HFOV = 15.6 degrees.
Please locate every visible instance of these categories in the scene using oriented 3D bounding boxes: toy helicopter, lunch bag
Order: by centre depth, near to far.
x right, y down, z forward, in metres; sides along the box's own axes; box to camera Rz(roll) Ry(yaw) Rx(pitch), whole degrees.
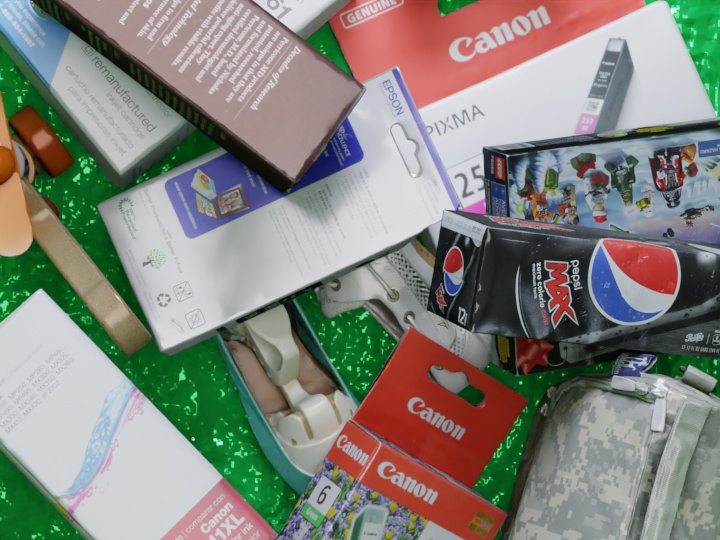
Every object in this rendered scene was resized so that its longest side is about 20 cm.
[{"bbox_3d":[-0.187,-0.031,1.542,0.079,0.132,0.200,-38,65,-7],"label":"toy helicopter"},{"bbox_3d":[0.161,0.157,1.574,0.139,0.168,0.201,17,84,-5],"label":"lunch bag"}]

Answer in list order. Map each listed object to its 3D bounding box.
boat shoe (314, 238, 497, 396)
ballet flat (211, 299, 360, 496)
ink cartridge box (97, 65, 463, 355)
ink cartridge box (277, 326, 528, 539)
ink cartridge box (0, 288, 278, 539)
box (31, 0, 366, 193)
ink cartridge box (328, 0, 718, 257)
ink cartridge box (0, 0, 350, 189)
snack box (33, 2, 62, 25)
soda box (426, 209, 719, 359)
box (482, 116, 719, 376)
[{"bbox_3d":[0.000,0.000,1.615,0.200,0.071,0.069,42,82,-3],"label":"boat shoe"},{"bbox_3d":[-0.044,0.069,1.607,0.067,0.070,0.200,-32,90,-8],"label":"ballet flat"},{"bbox_3d":[-0.046,-0.035,1.563,0.199,0.039,0.100,-24,83,2],"label":"ink cartridge box"},{"bbox_3d":[0.024,0.148,1.591,0.109,0.050,0.200,31,90,-30],"label":"ink cartridge box"},{"bbox_3d":[-0.151,0.112,1.555,0.083,0.146,0.200,-44,92,-8],"label":"ink cartridge box"},{"bbox_3d":[-0.097,-0.131,1.477,0.200,0.100,0.075,39,86,-3],"label":"box"},{"bbox_3d":[0.102,-0.124,1.649,0.199,0.044,0.174,-24,91,-7],"label":"ink cartridge box"},{"bbox_3d":[-0.115,-0.170,1.607,0.200,0.085,0.145,-40,90,-8],"label":"ink cartridge box"},{"bbox_3d":[-0.105,-0.226,1.551,0.116,0.037,0.201,19,84,-3],"label":"snack box"},{"bbox_3d":[0.144,0.010,1.545,0.199,0.071,0.064,6,97,-23],"label":"soda box"},{"bbox_3d":[0.174,-0.018,1.612,0.199,0.040,0.138,-9,104,-20],"label":"box"}]
